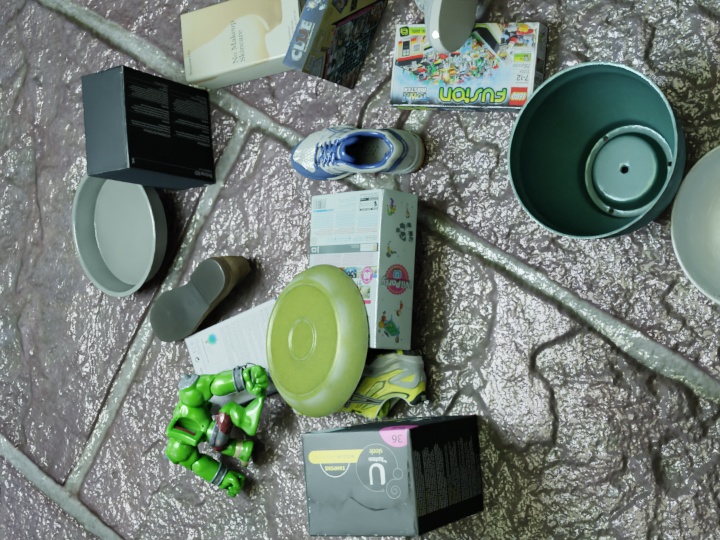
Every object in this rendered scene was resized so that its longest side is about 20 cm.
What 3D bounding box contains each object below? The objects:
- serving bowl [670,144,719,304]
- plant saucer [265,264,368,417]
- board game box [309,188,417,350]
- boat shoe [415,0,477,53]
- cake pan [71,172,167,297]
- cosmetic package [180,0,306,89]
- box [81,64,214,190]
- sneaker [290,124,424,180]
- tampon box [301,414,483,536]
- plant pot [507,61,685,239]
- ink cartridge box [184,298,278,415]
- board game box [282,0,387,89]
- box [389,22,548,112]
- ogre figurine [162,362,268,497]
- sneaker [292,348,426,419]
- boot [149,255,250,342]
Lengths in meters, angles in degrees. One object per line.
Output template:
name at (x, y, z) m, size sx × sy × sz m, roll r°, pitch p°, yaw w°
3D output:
serving bowl at (0.452, -0.050, 1.299) m, size 0.200 × 0.066 × 0.201 m, roll -2°, pitch 87°, yaw 28°
plant saucer at (-0.066, 0.090, 1.514) m, size 0.200 × 0.031 × 0.200 m, roll -10°, pitch 77°, yaw 48°
board game box at (0.000, 0.000, 1.521) m, size 0.147 × 0.064 × 0.201 m, roll 0°, pitch 85°, yaw 51°
boat shoe at (0.103, -0.359, 1.482) m, size 0.068 × 0.072 × 0.200 m, roll -9°, pitch 66°, yaw 39°
cake pan at (-0.356, -0.062, 1.736) m, size 0.200 × 0.037 × 0.201 m, roll 7°, pitch 101°, yaw 40°
cosmetic package at (-0.150, -0.328, 1.640) m, size 0.200 × 0.071 × 0.105 m, roll -10°, pitch 83°, yaw 28°
box at (-0.295, -0.194, 1.639) m, size 0.079 × 0.200 × 0.141 m, roll -10°, pitch 83°, yaw 27°
sneaker at (-0.018, -0.162, 1.551) m, size 0.200 × 0.088 × 0.075 m, roll -3°, pitch 88°, yaw 30°
tampon box at (0.043, 0.249, 1.435) m, size 0.150 × 0.200 × 0.127 m, roll -7°, pitch 84°, yaw 28°
plant pot at (0.288, -0.126, 1.350) m, size 0.200 × 0.134 × 0.201 m, roll -5°, pitch 81°, yaw 32°
ink cartridge box at (-0.146, 0.117, 1.636) m, size 0.200 × 0.042 × 0.120 m, roll -25°, pitch 78°, yaw 29°
board game box at (-0.019, -0.347, 1.533) m, size 0.035 × 0.135 × 0.200 m, roll 27°, pitch 100°, yaw 27°
box at (0.137, -0.260, 1.499) m, size 0.200 × 0.035 × 0.110 m, roll 5°, pitch 91°, yaw 29°
ogre figurine at (-0.200, 0.210, 1.596) m, size 0.120 × 0.098 × 0.200 m, roll 14°, pitch 134°, yaw -5°
sneaker at (-0.005, 0.164, 1.537) m, size 0.200 × 0.075 × 0.077 m, roll -21°, pitch 76°, yaw 28°
boot at (-0.229, 0.041, 1.676) m, size 0.200 × 0.075 × 0.074 m, roll -38°, pitch 81°, yaw 37°
